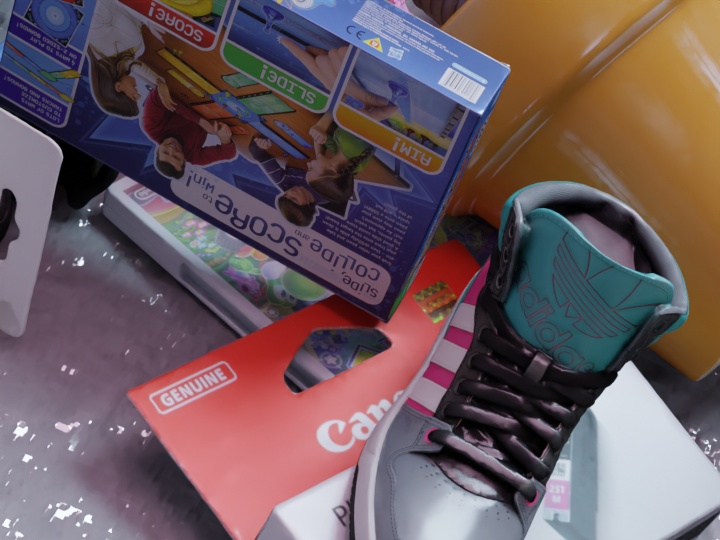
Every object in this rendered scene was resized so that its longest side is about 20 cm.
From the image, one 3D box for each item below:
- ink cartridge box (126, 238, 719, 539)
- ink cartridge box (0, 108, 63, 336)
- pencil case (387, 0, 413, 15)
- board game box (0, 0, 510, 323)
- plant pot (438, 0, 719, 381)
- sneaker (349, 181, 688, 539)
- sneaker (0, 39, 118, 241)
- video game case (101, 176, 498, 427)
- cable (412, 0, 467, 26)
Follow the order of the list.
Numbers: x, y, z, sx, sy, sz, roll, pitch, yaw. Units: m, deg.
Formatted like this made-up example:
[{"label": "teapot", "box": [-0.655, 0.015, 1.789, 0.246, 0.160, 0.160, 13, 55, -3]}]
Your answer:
[{"label": "ink cartridge box", "box": [0.032, 0.072, 1.033, 0.200, 0.044, 0.174, -25, 70, -38]}, {"label": "ink cartridge box", "box": [-0.228, -0.040, 1.028, 0.199, 0.117, 0.068, 27, 41, 11]}, {"label": "pencil case", "box": [-0.029, -0.132, 1.179, 0.083, 0.087, 0.200, 37, 13, -19]}, {"label": "board game box", "box": [-0.051, -0.076, 1.036, 0.199, 0.136, 0.035, 30, 47, 5]}, {"label": "plant pot", "box": [0.138, -0.059, 1.124, 0.183, 0.200, 0.200, 49, 48, 7]}, {"label": "sneaker", "box": [0.067, 0.039, 0.965, 0.083, 0.121, 0.200, 29, 48, -4]}, {"label": "sneaker", "box": [-0.135, -0.072, 1.142, 0.083, 0.071, 0.200, 39, 46, 4]}, {"label": "video game case", "box": [0.000, 0.000, 1.140, 0.200, 0.018, 0.143, 40, 46, 22]}, {"label": "cable", "box": [0.096, -0.195, 1.172, 0.069, 0.200, 0.200, 42, 78, 12]}]
